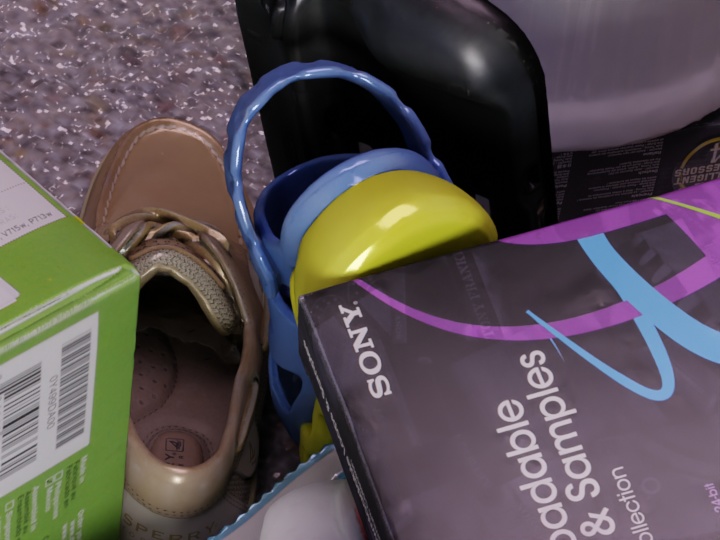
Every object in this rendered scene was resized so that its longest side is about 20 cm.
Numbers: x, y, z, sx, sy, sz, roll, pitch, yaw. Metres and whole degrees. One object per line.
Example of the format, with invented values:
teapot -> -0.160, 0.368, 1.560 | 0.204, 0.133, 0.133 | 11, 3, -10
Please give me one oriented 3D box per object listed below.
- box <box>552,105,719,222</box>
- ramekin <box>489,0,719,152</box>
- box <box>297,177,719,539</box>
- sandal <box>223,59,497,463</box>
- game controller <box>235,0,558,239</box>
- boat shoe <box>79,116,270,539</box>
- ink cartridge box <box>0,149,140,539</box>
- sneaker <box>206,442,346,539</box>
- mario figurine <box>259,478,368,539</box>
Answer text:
box -> 0.072, -0.088, 1.113 | 0.199, 0.049, 0.162 | -9, 45, -18
ramekin -> 0.062, -0.146, 1.066 | 0.199, 0.098, 0.201 | 4, 44, -4
box -> 0.097, 0.044, 0.784 | 0.199, 0.036, 0.143 | -17, 56, -8
sandal -> 0.000, 0.000, 0.905 | 0.079, 0.200, 0.087 | -25, 67, -13
game controller -> 0.016, -0.035, 0.946 | 0.104, 0.200, 0.042 | 17, 62, 17
boat shoe -> -0.060, 0.013, 0.977 | 0.072, 0.065, 0.201 | 4, 45, -6
ink cartridge box -> -0.163, 0.010, 0.903 | 0.076, 0.148, 0.200 | -30, 56, -33
sneaker -> -0.014, 0.111, 0.887 | 0.200, 0.077, 0.081 | -34, 68, -29
mario figurine -> 0.046, 0.104, 0.834 | 0.199, 0.106, 0.124 | -30, 101, -27
